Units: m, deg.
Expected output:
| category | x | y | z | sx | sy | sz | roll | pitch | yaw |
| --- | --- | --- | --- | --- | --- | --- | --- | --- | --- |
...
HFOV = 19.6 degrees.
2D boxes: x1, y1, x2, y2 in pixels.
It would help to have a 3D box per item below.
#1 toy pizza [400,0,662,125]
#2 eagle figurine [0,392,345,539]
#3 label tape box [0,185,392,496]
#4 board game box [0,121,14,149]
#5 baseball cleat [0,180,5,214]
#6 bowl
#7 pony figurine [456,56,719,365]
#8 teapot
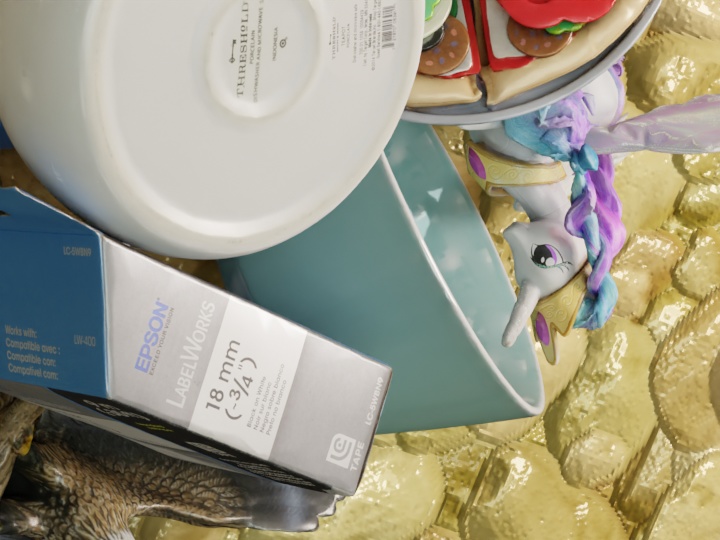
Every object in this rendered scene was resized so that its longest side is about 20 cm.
| category | x | y | z | sx | sy | sz | roll | pitch | yaw |
| --- | --- | --- | --- | --- | --- | --- | --- | --- | --- |
| toy pizza | 0.044 | -0.161 | 0.929 | 0.198 | 0.032 | 0.202 | -2 | 71 | 6 |
| eagle figurine | -0.124 | 0.124 | 1.036 | 0.151 | 0.152 | 0.199 | -23 | 152 | 30 |
| label tape box | -0.108 | 0.029 | 0.871 | 0.199 | 0.144 | 0.064 | 26 | 77 | -37 |
| board game box | -0.184 | -0.144 | 0.953 | 0.199 | 0.039 | 0.158 | 33 | 132 | -22 |
| baseball cleat | -0.197 | -0.069 | 0.934 | 0.070 | 0.106 | 0.201 | -48 | 136 | -25 |
| bowl | 0.000 | 0.000 | 1.008 | 0.104 | 0.201 | 0.202 | -27 | 111 | 11 |
| pony figurine | 0.100 | -0.077 | 1.004 | 0.192 | 0.166 | 0.201 | -30 | 97 | -36 |
| teapot | -0.080 | -0.112 | 0.853 | 0.201 | 0.146 | 0.197 | -53 | 133 | -7 |
